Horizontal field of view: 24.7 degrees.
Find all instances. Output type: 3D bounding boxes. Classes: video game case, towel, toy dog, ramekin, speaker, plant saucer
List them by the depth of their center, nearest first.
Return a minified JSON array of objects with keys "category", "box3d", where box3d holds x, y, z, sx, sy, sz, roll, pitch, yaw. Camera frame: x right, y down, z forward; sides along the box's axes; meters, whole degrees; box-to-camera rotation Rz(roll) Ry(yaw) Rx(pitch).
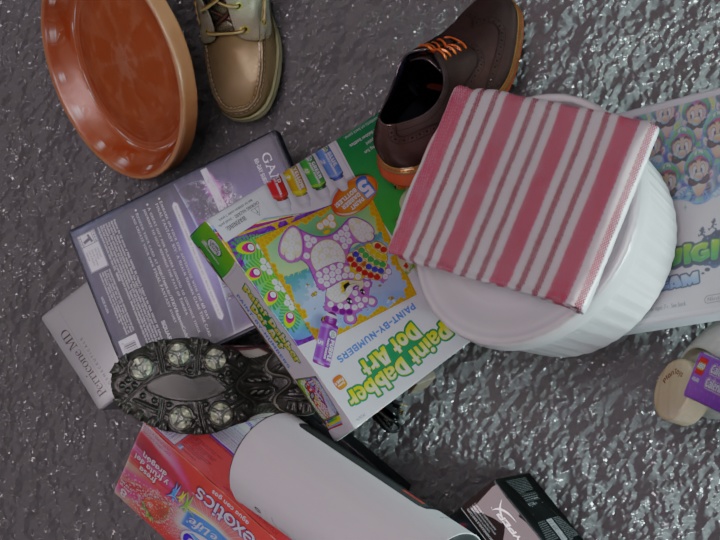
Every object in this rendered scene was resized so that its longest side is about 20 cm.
[{"category":"towel","box3d":[0.117,-0.056,1.211,0.200,0.030,0.147,17,82,44]},{"category":"speaker","box3d":[-0.005,0.184,1.219,0.200,0.081,0.081,29,95,39]},{"category":"ramekin","box3d":[0.148,-0.026,1.253,0.202,0.094,0.203,-18,61,36]},{"category":"video game case","box3d":[0.232,-0.044,1.267,0.200,0.024,0.182,-12,66,39]},{"category":"toy dog","box3d":[0.293,0.035,1.274,0.132,0.096,0.200,39,91,-28]},{"category":"video game case","box3d":[-0.129,-0.009,1.358,0.200,0.019,0.143,-25,80,11]},{"category":"plant saucer","box3d":[-0.203,-0.177,1.403,0.200,0.032,0.201,27,129,39]}]

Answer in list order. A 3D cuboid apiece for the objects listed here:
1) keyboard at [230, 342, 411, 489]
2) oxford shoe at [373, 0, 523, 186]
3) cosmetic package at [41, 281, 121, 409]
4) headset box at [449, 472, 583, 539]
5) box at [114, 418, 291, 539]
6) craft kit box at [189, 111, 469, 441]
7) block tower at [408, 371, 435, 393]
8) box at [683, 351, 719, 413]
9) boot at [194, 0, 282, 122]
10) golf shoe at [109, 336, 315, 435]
[{"category":"keyboard","box3d":[-0.041,0.131,1.398,0.200,0.021,0.127,38,97,14]},{"category":"oxford shoe","box3d":[0.074,-0.161,1.322,0.071,0.073,0.200,16,59,25]},{"category":"cosmetic package","box3d":[-0.160,0.023,1.412,0.200,0.071,0.102,-38,78,11]},{"category":"headset box","box3d":[0.068,0.251,1.293,0.200,0.149,0.075,-42,75,10]},{"category":"box","box3d":[-0.089,0.194,1.352,0.200,0.103,0.095,39,130,14]},{"category":"craft kit box","box3d":[0.000,0.000,1.307,0.200,0.049,0.198,-35,90,-31]},{"category":"block tower","box3d":[-0.002,0.010,1.369,0.058,0.054,0.200,-22,81,-8]},{"category":"box","box3d":[0.350,0.119,1.183,0.200,0.137,0.039,20,93,-19]},{"category":"boot","box3d":[-0.123,-0.231,1.373,0.072,0.155,0.200,-4,85,15]},{"category":"golf shoe","box3d":[-0.101,0.095,1.332,0.200,0.088,0.077,-1,82,-7]}]
